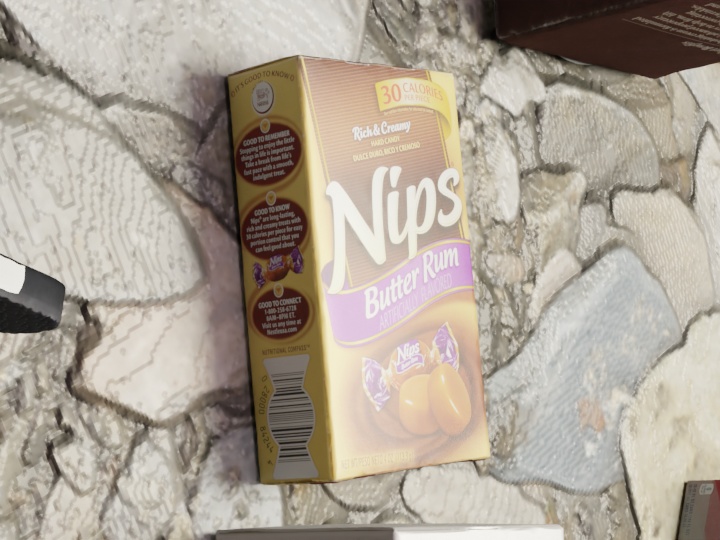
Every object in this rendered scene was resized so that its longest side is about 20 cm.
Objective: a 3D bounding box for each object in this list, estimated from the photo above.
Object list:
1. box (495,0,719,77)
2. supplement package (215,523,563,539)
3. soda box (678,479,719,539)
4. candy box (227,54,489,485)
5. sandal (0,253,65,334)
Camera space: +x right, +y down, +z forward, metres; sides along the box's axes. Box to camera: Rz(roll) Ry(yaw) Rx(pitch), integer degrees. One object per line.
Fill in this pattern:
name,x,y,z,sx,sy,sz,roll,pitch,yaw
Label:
box,0.199,-0.218,0.976,0.166,0.199,0.165,4,81,-48
supplement package,0.015,0.216,0.772,0.121,0.119,0.201,8,78,-45
soda box,0.229,0.232,1.049,0.070,0.063,0.201,34,59,-39
candy box,0.000,0.000,0.840,0.116,0.056,0.201,-2,84,-47
sandal,-0.185,-0.025,0.624,0.200,0.076,0.043,31,63,-40
